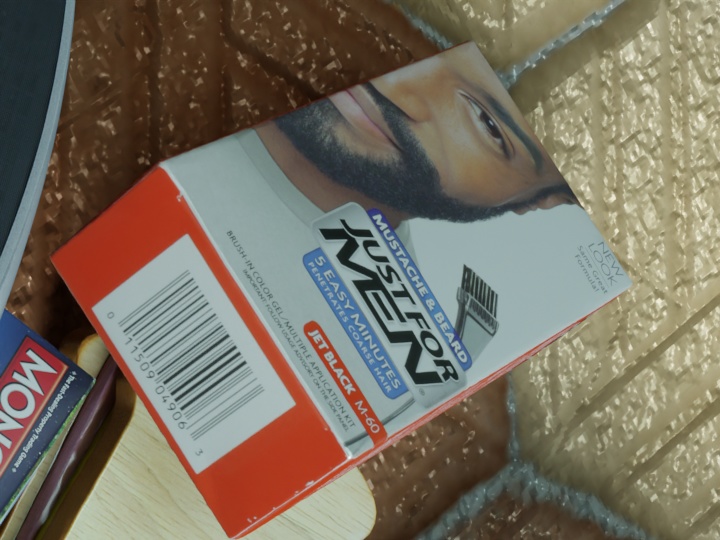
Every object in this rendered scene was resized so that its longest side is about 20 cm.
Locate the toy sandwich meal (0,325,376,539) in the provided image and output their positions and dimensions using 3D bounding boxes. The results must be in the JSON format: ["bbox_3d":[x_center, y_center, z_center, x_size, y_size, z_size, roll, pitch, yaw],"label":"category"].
[{"bbox_3d":[-0.073,0.125,0.926,0.205,0.070,0.206,2,86,-36],"label":"toy sandwich meal"}]

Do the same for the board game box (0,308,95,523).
[{"bbox_3d":[-0.176,0.082,0.826,0.200,0.062,0.200,40,52,-8],"label":"board game box"}]

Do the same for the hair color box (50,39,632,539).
[{"bbox_3d":[0.000,0.000,0.932,0.111,0.064,0.200,57,33,4],"label":"hair color box"}]

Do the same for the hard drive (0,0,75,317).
[{"bbox_3d":[-0.155,-0.049,0.842,0.135,0.042,0.200,25,52,-20],"label":"hard drive"}]
